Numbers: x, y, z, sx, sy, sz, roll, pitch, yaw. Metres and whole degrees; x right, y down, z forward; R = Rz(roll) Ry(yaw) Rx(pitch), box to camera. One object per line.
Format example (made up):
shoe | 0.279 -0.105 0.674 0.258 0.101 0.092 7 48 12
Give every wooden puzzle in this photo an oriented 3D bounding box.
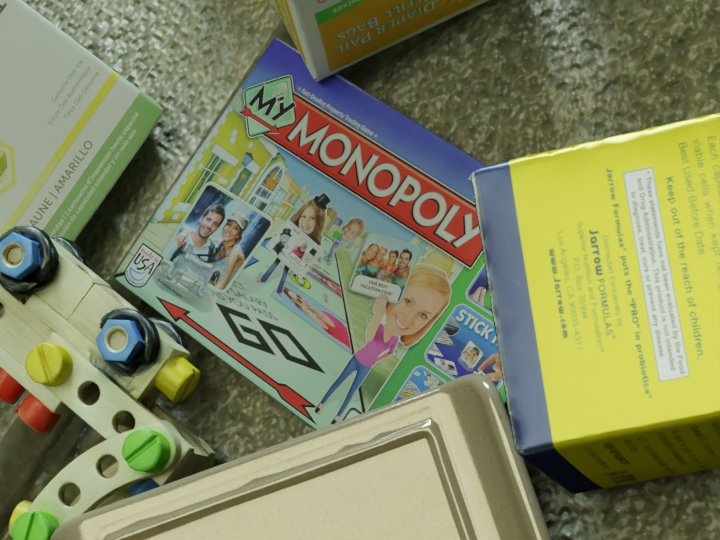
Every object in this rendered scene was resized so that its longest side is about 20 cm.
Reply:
wooden puzzle | -0.011 0.158 0.775 0.199 0.037 0.186 -21 71 7

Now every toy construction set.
toy construction set | -0.146 0.059 0.864 0.199 0.092 0.132 37 93 3

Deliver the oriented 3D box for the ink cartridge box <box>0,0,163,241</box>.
ink cartridge box | -0.211 -0.075 0.905 0.146 0.200 0.048 -54 20 -4

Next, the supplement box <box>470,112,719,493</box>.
supplement box | 0.154 0.005 0.729 0.198 0.109 0.111 -12 73 13

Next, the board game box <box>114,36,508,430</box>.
board game box | 0.000 0.000 0.867 0.199 0.029 0.135 33 89 30

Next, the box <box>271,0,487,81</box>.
box | -0.018 -0.205 0.891 0.112 0.102 0.201 -25 62 -4
